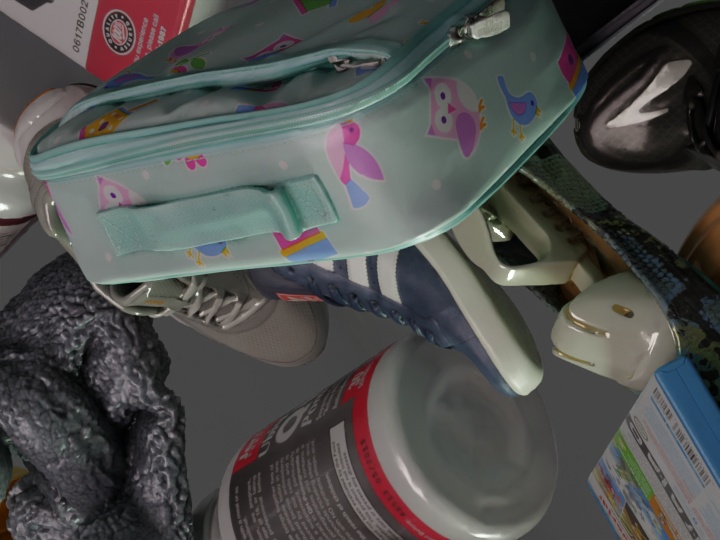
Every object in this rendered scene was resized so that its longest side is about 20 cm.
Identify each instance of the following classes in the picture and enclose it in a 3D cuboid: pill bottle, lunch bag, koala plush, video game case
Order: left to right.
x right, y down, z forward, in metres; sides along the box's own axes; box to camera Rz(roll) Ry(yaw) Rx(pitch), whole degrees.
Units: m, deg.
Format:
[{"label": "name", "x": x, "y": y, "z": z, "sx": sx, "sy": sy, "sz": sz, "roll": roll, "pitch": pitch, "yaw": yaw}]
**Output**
[{"label": "pill bottle", "x": -0.219, "y": -0.059, "z": 1.090, "sx": 0.114, "sy": 0.114, "sz": 0.200, "roll": 51, "pitch": 133, "yaw": 0}, {"label": "koala plush", "x": -0.206, "y": 0.084, "z": 1.077, "sx": 0.177, "sy": 0.198, "sz": 0.186, "roll": -166, "pitch": 72, "yaw": -67}, {"label": "lunch bag", "x": -0.021, "y": -0.059, "z": 0.786, "sx": 0.199, "sy": 0.160, "sz": 0.078, "roll": -9, "pitch": 111, "yaw": 40}, {"label": "pill bottle", "x": -0.003, "y": 0.115, "z": 1.035, "sx": 0.111, "sy": 0.111, "sz": 0.200, "roll": 53, "pitch": 133, "yaw": -2}, {"label": "video game case", "x": 0.152, "y": 0.127, "z": 0.883, "sx": 0.144, "sy": 0.018, "sz": 0.200, "roll": 61, "pitch": 169, "yaw": 15}]

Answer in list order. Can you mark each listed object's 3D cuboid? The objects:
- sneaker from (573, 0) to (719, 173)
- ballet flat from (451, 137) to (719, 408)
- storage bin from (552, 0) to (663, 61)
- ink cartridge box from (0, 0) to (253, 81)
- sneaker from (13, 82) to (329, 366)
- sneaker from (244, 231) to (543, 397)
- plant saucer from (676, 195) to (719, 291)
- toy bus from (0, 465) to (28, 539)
[{"label": "sneaker", "x": 0.168, "y": -0.066, "z": 0.821, "sx": 0.198, "sy": 0.084, "sz": 0.077, "roll": -1, "pitch": 114, "yaw": 37}, {"label": "ballet flat", "x": 0.093, "y": 0.004, "z": 0.897, "sx": 0.200, "sy": 0.074, "sz": 0.075, "roll": 44, "pitch": 135, "yaw": 27}, {"label": "storage bin", "x": 0.069, "y": -0.155, "z": 0.836, "sx": 0.136, "sy": 0.094, "sz": 0.200, "roll": 53, "pitch": 132, "yaw": -1}, {"label": "ink cartridge box", "x": -0.133, "y": -0.191, "z": 0.969, "sx": 0.199, "sy": 0.086, "sz": 0.148, "roll": 32, "pitch": 131, "yaw": 15}, {"label": "sneaker", "x": -0.091, "y": 0.001, "z": 1.001, "sx": 0.076, "sy": 0.092, "sz": 0.200, "roll": -40, "pitch": 122, "yaw": 21}, {"label": "sneaker", "x": 0.000, "y": 0.000, "z": 0.961, "sx": 0.084, "sy": 0.075, "sz": 0.200, "roll": -44, "pitch": 66, "yaw": 4}, {"label": "plant saucer", "x": 0.217, "y": 0.048, "z": 0.885, "sx": 0.199, "sy": 0.037, "sz": 0.202, "roll": 18, "pitch": 125, "yaw": 27}, {"label": "toy bus", "x": -0.267, "y": 0.210, "z": 1.289, "sx": 0.191, "sy": 0.135, "sz": 0.202, "roll": 19, "pitch": 125, "yaw": 46}]
